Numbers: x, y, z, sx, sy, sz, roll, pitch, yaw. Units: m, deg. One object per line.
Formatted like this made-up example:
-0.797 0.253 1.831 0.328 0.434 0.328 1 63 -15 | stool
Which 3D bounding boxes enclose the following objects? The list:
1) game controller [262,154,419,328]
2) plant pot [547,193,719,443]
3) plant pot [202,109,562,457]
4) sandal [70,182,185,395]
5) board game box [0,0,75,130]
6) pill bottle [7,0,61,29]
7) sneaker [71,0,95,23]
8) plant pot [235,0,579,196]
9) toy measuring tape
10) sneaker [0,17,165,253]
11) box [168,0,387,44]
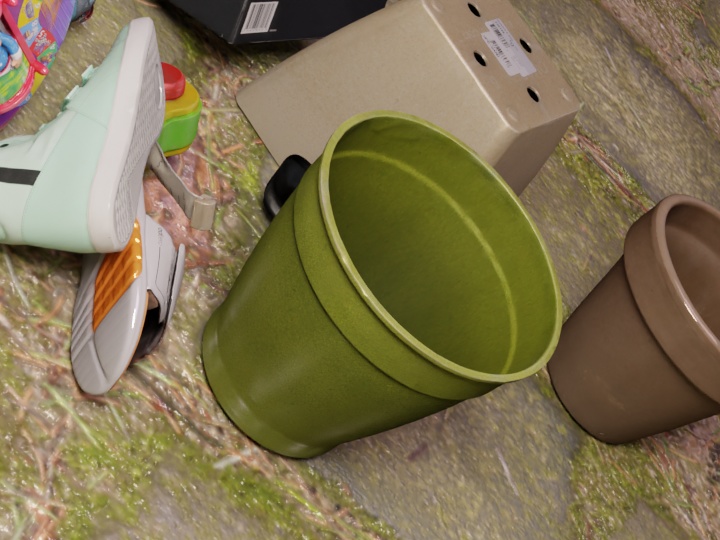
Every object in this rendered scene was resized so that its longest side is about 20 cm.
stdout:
0.000 0.000 1.199 0.042 0.104 0.200 -39 90 -24 | game controller
0.261 0.060 1.375 0.200 0.175 0.200 30 40 -29 | plant pot
-0.003 0.030 1.068 0.200 0.193 0.201 27 43 -28 | plant pot
-0.145 -0.005 1.044 0.059 0.079 0.207 25 40 -30 | sandal
-0.235 -0.132 0.982 0.039 0.158 0.200 35 29 20 | board game box
-0.294 -0.186 1.006 0.200 0.114 0.114 -12 68 -54 | pill bottle
-0.260 -0.264 1.168 0.200 0.079 0.096 63 25 2 | sneaker
0.057 -0.130 1.310 0.200 0.177 0.200 56 35 6 | plant pot
-0.130 -0.093 1.117 0.074 0.074 0.200 13 25 -43 | toy measuring tape
-0.195 -0.096 1.033 0.074 0.118 0.201 83 11 -46 | sneaker
-0.082 -0.255 1.310 0.141 0.079 0.200 33 26 25 | box
